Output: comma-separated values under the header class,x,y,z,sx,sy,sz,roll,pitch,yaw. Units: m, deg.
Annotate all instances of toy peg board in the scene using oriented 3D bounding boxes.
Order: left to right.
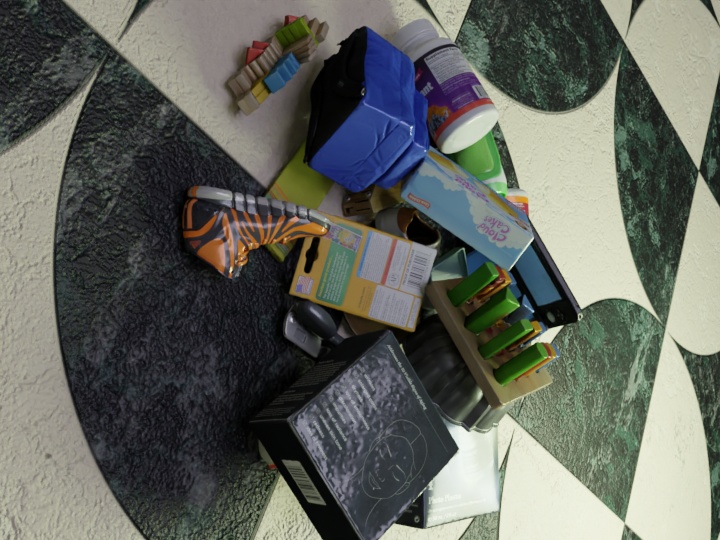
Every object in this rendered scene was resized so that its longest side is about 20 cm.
class,x,y,z,sx,sy,sz,roll,pitch,yaw
toy peg board,0.223,0.078,1.213,0.198,0.098,0.202,-5,62,-56

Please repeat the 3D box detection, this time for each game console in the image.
class,x,y,z,sx,sy,sz,roll,pitch,yaw
game console,0.242,0.028,1.349,0.115,0.176,0.202,-30,89,-17

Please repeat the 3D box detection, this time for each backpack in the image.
class,x,y,z,sx,sy,sz,roll,pitch,yaw
backpack,0.010,-0.229,1.179,0.167,0.162,0.202,27,42,-31

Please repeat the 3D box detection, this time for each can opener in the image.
class,x,y,z,sx,sy,sz,roll,pitch,yaw
can opener,-0.039,0.113,1.190,0.200,0.066,0.053,43,56,-40

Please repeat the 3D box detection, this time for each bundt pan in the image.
class,x,y,z,sx,sy,sz,roll,pitch,yaw
bundt pan,0.163,0.142,1.252,0.200,0.076,0.203,30,32,-20

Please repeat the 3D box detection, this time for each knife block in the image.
class,x,y,z,sx,sy,sz,roll,pitch,yaw
knife block,0.071,-0.139,1.320,0.175,0.063,0.203,37,61,-37

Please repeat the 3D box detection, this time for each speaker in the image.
class,x,y,z,sx,sy,sz,roll,pitch,yaw
speaker,0.185,-0.209,1.394,0.088,0.088,0.203,0,68,-45

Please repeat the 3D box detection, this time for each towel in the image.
class,x,y,z,sx,sy,sz,roll,pitch,yaw
towel,-0.092,-0.113,1.185,0.086,0.018,0.201,54,52,-33

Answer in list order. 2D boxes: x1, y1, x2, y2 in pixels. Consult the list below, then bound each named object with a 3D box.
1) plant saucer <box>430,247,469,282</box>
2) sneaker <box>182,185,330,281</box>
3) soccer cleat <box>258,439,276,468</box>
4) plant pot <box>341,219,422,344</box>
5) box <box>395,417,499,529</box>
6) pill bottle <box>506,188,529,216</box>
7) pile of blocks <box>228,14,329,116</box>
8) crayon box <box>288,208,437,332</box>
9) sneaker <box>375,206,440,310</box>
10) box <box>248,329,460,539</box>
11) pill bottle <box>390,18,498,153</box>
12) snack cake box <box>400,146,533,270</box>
class,x,y,z,sx,sy,sz,roll,pitch,yaw
plant saucer,0.150,0.045,1.326,0.069,0.019,0.202,-33,136,-14
sneaker,-0.139,-0.039,1.078,0.197,0.077,0.114,9,88,-19
soccer cleat,-0.058,0.221,1.157,0.198,0.069,0.079,-8,89,-43
plant pot,0.028,0.022,1.289,0.198,0.027,0.204,5,84,-46
box,0.118,0.286,1.293,0.198,0.122,0.202,5,81,-46
pill bottle,0.247,-0.039,1.459,0.112,0.112,0.204,0,87,-45
pile of blocks,-0.114,-0.302,1.130,0.062,0.081,0.201,52,54,-29
crayon box,0.000,0.000,1.189,0.197,0.051,0.128,18,88,-18
sneaker,0.099,-0.014,1.287,0.201,0.084,0.073,57,50,-30
box,-0.005,0.220,1.081,0.196,0.123,0.202,-37,101,-32
pill bottle,0.128,-0.301,1.321,0.111,0.111,0.202,-15,69,-45
snack cake box,0.156,-0.098,1.221,0.199,0.068,0.115,33,20,-10
